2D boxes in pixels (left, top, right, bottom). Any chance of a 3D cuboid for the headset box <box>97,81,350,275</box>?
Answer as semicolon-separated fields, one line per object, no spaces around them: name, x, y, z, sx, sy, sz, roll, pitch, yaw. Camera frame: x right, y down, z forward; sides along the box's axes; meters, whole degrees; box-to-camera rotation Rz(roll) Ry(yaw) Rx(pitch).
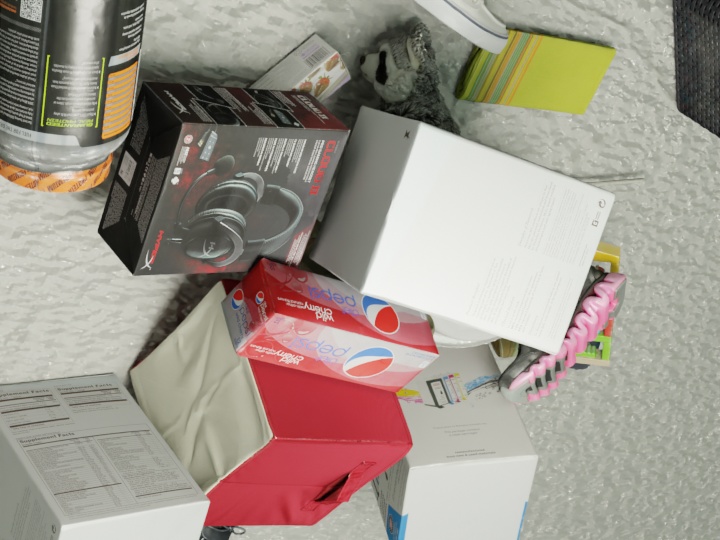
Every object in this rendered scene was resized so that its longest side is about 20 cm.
headset box;-0.111;-0.078;1.260;0.199;0.077;0.150;-1;124;-41

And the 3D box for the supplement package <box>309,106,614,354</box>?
supplement package;0.087;-0.039;1.293;0.199;0.151;0.153;18;95;-22

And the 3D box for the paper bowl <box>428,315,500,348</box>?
paper bowl;0.115;-0.008;1.507;0.199;0.105;0.202;-8;123;-12

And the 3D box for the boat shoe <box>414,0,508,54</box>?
boat shoe;0.083;-0.269;1.346;0.199;0.072;0.066;28;106;-40

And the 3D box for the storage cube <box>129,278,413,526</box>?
storage cube;-0.088;0.133;1.396;0.179;0.201;0.171;10;140;-43

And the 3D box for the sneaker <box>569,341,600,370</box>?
sneaker;0.255;0.022;1.741;0.082;0.070;0.201;-53;144;-39

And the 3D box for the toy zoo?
toy zoo;0.232;0.025;1.675;0.021;0.130;0.201;-71;164;-48

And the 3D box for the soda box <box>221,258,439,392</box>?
soda box;-0.025;0.053;1.330;0.199;0.064;0.070;15;134;-38

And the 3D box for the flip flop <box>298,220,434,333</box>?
flip flop;0.000;0.000;1.423;0.058;0.200;0.081;-46;-169;36

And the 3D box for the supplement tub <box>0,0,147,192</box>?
supplement tub;-0.230;-0.169;1.112;0.122;0.123;0.201;-10;127;-35

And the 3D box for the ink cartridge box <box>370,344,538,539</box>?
ink cartridge box;0.088;0.192;1.593;0.144;0.201;0.148;-4;128;-13

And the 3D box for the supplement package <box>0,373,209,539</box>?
supplement package;-0.263;0.218;1.334;0.150;0.200;0.153;-4;124;-38

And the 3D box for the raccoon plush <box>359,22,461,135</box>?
raccoon plush;0.085;-0.151;1.397;0.199;0.097;0.135;18;112;-22

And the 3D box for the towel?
towel;0.185;-0.210;1.520;0.199;0.018;0.086;1;127;-42

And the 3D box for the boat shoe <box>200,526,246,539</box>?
boat shoe;-0.161;0.272;1.573;0.200;0.062;0.075;-47;138;-2

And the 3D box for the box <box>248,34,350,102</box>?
box;-0.099;-0.135;1.316;0.200;0.041;0.039;-41;140;-8

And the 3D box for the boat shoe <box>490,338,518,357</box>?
boat shoe;0.136;0.023;1.630;0.076;0.072;0.201;-25;124;-14

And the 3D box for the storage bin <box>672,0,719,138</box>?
storage bin;0.435;-0.258;1.635;0.135;0.094;0.201;-32;137;-16

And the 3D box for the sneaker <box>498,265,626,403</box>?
sneaker;0.203;0.060;1.581;0.200;0.095;0.079;-44;156;-25

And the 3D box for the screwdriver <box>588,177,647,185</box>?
screwdriver;0.264;-0.097;1.661;0.199;0.029;0.028;-3;124;-33
